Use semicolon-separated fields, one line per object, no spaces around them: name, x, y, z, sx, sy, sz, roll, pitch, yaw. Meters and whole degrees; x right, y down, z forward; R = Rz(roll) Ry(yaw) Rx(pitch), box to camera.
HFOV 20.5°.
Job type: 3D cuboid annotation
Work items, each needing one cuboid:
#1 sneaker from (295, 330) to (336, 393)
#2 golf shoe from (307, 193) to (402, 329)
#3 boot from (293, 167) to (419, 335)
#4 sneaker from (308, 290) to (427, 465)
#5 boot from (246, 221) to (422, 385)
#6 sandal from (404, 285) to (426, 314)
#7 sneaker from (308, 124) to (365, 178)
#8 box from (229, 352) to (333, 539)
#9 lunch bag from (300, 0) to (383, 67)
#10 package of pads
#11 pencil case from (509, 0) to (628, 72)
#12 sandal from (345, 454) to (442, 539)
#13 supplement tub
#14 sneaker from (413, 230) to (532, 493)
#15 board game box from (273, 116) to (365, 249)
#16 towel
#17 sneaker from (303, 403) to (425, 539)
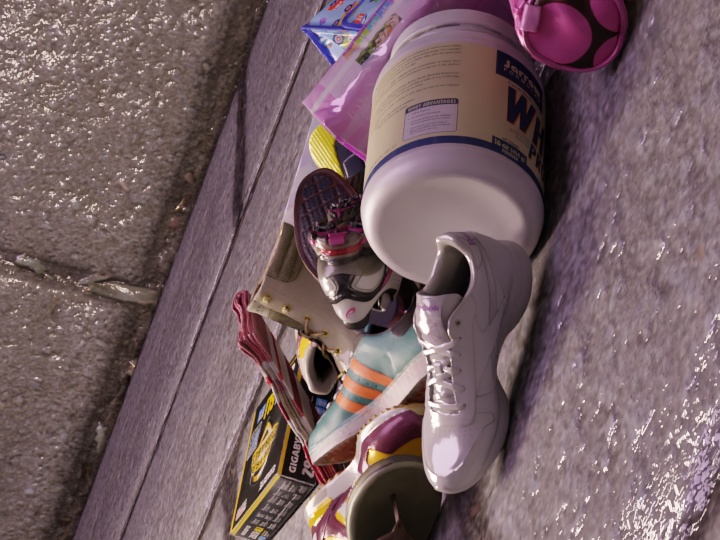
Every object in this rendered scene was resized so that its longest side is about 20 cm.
sneaker;-0.014;0.035;2.025;0.090;0.075;0.200;-98;20;-49
golf shoe;0.004;-0.013;1.688;0.200;0.072;0.092;-46;-51;-67
boot;0.000;0.000;1.818;0.075;0.097;0.200;-30;53;10
sneaker;0.018;0.093;1.684;0.200;0.071;0.080;-42;58;36
boot;-0.036;0.065;1.879;0.072;0.154;0.201;141;147;-70
sandal;0.061;0.037;1.725;0.082;0.050;0.203;180;106;-80
sneaker;0.045;-0.158;1.862;0.200;0.074;0.082;-24;10;21
box;-0.084;0.194;2.203;0.200;0.049;0.160;126;160;-59
lunch bag;0.050;-0.267;2.016;0.151;0.094;0.200;-41;12;-16
package of pads;0.057;-0.182;1.748;0.200;0.120;0.076;-52;32;6
pencil case;0.152;-0.227;1.570;0.200;0.093;0.091;-98;27;-63
sandal;0.022;0.238;1.597;0.057;0.080;0.201;-131;50;-57
supplement tub;0.078;-0.102;1.612;0.145;0.145;0.200;118;164;-44
sneaker;0.067;0.066;1.503;0.075;0.100;0.201;0;75;43
board game box;-0.028;-0.081;2.150;0.199;0.041;0.201;22;-97;-76
towel;-0.069;0.124;1.945;0.023;0.200;0.144;-28;17;3
sneaker;0.023;0.191;1.669;0.200;0.075;0.090;-56;42;43
